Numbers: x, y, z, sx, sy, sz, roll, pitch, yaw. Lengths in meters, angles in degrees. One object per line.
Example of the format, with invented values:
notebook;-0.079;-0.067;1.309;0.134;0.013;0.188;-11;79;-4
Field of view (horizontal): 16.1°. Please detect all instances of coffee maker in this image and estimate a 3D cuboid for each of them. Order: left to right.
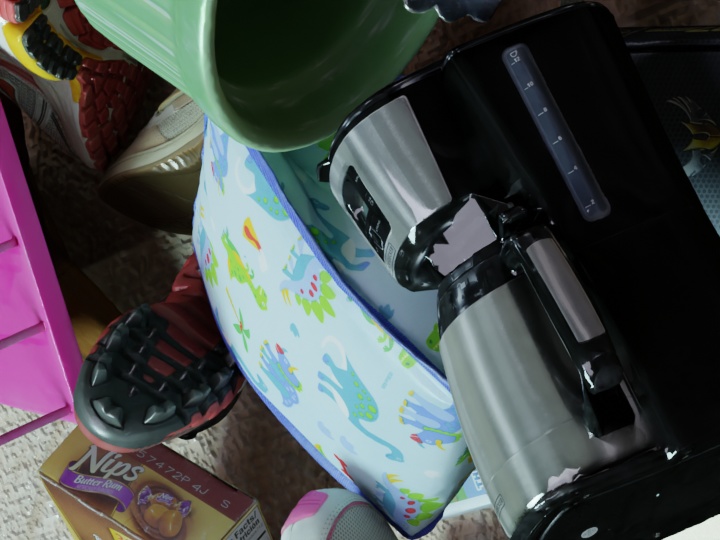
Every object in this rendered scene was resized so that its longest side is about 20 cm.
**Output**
coffee maker;0.105;0.003;1.053;0.135;0.191;0.201;-53;55;51

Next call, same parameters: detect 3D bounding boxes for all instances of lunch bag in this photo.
lunch bag;0.000;0.000;1.198;0.200;0.127;0.170;39;151;14

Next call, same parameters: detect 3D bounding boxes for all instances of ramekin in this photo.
ramekin;-0.036;-0.161;1.078;0.097;0.200;0.201;30;123;26

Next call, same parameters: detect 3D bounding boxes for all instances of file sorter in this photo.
file sorter;-0.245;-0.001;1.310;0.139;0.125;0.201;7;117;57

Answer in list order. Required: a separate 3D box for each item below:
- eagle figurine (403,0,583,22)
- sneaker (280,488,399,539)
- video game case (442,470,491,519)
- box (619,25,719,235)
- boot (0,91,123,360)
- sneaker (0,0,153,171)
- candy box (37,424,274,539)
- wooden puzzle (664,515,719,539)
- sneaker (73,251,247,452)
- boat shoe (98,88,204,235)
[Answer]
eagle figurine;0.105;-0.186;1.051;0.199;0.151;0.152;-33;111;29
sneaker;0.035;0.182;1.204;0.088;0.081;0.201;-13;119;42
video game case;0.059;0.018;1.282;0.182;0.022;0.201;-20;93;42
box;0.175;-0.010;1.142;0.157;0.051;0.201;3;106;32
boot;-0.174;-0.001;1.409;0.200;0.068;0.189;51;149;18
sneaker;-0.166;-0.121;1.333;0.082;0.078;0.200;18;160;22
candy box;-0.092;0.168;1.376;0.116;0.057;0.201;28;153;30
wooden puzzle;0.190;0.113;1.128;0.199;0.037;0.186;-4;108;29
sneaker;-0.098;0.054;1.305;0.071;0.200;0.098;37;119;3
boat shoe;-0.074;-0.073;1.337;0.072;0.065;0.200;25;153;-21
